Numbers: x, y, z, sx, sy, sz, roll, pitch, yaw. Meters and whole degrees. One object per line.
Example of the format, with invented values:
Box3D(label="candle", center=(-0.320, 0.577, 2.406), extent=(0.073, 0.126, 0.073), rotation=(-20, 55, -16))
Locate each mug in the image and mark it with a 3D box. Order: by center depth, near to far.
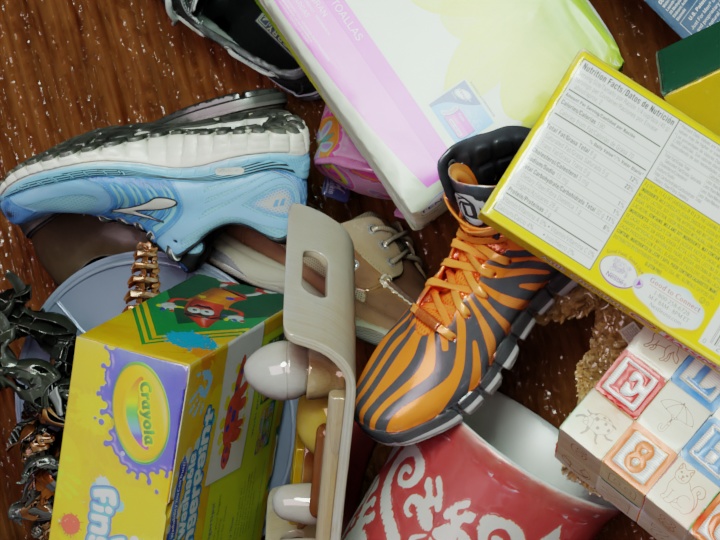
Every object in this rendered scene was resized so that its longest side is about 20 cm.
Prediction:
Box3D(label="mug", center=(0.041, 0.171, 1.397), extent=(0.133, 0.178, 0.201), rotation=(29, 102, -14))

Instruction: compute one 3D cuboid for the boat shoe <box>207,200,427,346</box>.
Box3D(label="boat shoe", center=(0.000, 0.000, 1.440), extent=(0.199, 0.076, 0.072), rotation=(26, 92, 21))

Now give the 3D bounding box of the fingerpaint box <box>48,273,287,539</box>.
Box3D(label="fingerpaint box", center=(-0.110, 0.119, 1.376), extent=(0.073, 0.167, 0.201), rotation=(14, 107, 16))

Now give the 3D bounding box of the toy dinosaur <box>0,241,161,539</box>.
Box3D(label="toy dinosaur", center=(-0.171, 0.068, 1.451), extent=(0.135, 0.102, 0.201), rotation=(25, 94, -8))

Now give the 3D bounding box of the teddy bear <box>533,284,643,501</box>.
Box3D(label="teddy bear", center=(0.165, 0.038, 1.355), extent=(0.144, 0.067, 0.201), rotation=(-10, 68, 0))

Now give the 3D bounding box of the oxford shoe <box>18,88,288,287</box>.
Box3D(label="oxford shoe", center=(-0.118, -0.048, 1.499), extent=(0.199, 0.073, 0.085), rotation=(-31, 82, 25))

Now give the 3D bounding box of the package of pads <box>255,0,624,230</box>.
Box3D(label="package of pads", center=(0.037, -0.148, 1.346), extent=(0.154, 0.068, 0.200), rotation=(-34, 80, -3))

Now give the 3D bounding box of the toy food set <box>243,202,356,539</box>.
Box3D(label="toy food set", center=(-0.038, 0.084, 1.339), extent=(0.060, 0.144, 0.201), rotation=(5, 119, -4))

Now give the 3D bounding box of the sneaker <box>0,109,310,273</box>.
Box3D(label="sneaker", center=(-0.124, -0.039, 1.426), extent=(0.199, 0.078, 0.091), rotation=(-4, 103, 20))

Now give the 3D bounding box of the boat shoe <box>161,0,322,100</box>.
Box3D(label="boat shoe", center=(-0.093, -0.178, 1.498), extent=(0.074, 0.068, 0.199), rotation=(-47, 70, 11))

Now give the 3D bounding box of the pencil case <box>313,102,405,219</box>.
Box3D(label="pencil case", center=(0.036, -0.135, 1.422), extent=(0.087, 0.087, 0.201), rotation=(12, 81, 23))

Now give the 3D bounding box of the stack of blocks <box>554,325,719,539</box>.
Box3D(label="stack of blocks", center=(0.214, 0.109, 1.258), extent=(0.200, 0.059, 0.115), rotation=(39, 76, 14))

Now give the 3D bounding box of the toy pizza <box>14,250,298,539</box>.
Box3D(label="toy pizza", center=(-0.122, 0.086, 1.487), extent=(0.199, 0.032, 0.202), rotation=(4, 99, 22))

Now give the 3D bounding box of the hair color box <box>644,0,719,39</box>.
Box3D(label="hair color box", center=(0.188, -0.186, 1.362), extent=(0.200, 0.100, 0.061), rotation=(47, 120, 20))

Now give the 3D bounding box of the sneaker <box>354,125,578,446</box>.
Box3D(label="sneaker", center=(0.055, -0.004, 1.294), extent=(0.200, 0.112, 0.077), rotation=(-48, 51, -10))

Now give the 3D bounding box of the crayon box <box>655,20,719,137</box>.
Box3D(label="crayon box", center=(0.279, -0.063, 1.282), extent=(0.172, 0.058, 0.200), rotation=(-25, 116, 16))

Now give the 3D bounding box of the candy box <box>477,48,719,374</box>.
Box3D(label="candy box", center=(0.169, -0.017, 1.233), extent=(0.199, 0.026, 0.103), rotation=(33, 79, -1))
